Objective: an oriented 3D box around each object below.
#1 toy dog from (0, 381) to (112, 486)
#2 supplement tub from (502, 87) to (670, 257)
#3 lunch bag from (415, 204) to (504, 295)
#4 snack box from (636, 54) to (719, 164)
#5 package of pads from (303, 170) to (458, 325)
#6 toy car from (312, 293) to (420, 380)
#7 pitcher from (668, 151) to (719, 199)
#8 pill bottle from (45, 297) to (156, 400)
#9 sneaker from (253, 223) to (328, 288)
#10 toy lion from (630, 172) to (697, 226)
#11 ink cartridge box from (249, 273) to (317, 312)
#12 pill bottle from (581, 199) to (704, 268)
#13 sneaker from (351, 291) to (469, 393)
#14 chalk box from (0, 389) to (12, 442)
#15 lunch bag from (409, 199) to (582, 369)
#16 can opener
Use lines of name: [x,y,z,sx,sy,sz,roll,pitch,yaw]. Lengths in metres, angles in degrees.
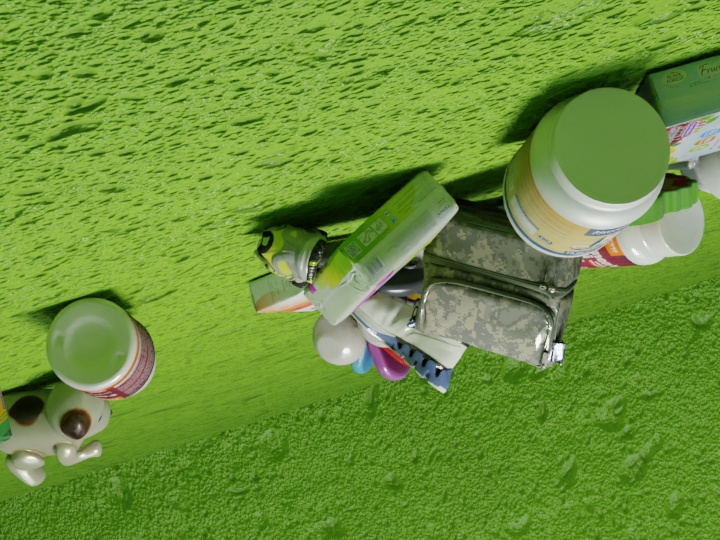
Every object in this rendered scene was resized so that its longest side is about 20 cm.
toy dog: [-0.478,0.223,2.269,0.199,0.141,0.194,-20,133,30]
supplement tub: [0.239,-0.103,1.542,0.143,0.146,0.200,-14,170,-10]
lunch bag: [0.156,-0.031,1.978,0.159,0.078,0.200,-14,169,-28]
snack box: [0.385,-0.179,1.590,0.167,0.068,0.200,-16,171,-2]
package of pads: [0.024,-0.025,1.691,0.154,0.068,0.200,-43,179,-20]
toy car: [0.041,0.087,2.126,0.199,0.151,0.175,-24,-166,36]
pitcher: [0.446,-0.140,1.807,0.170,0.123,0.200,0,180,-3]
pill bottle: [-0.325,0.106,1.854,0.113,0.115,0.200,-16,169,-1]
sneaker: [-0.084,-0.026,1.712,0.076,0.076,0.200,21,173,-4]
toy lion: [0.314,-0.086,1.745,0.189,0.069,0.200,-3,-166,2]
ink cartridge box: [-0.029,0.008,1.992,0.198,0.051,0.162,-18,171,28]
pill bottle: [0.349,-0.060,1.923,0.109,0.111,0.199,-9,-177,-36]
sneaker: [0.072,0.060,1.974,0.115,0.199,0.081,-50,175,-1]
chalk box: [-0.569,0.182,1.848,0.123,0.126,0.199,-23,169,35]
lunch bag: [0.171,0.019,1.789,0.198,0.170,0.139,15,-166,11]
can opener: [0.000,0.000,1.870,0.198,0.067,0.054,-4,143,-30]
